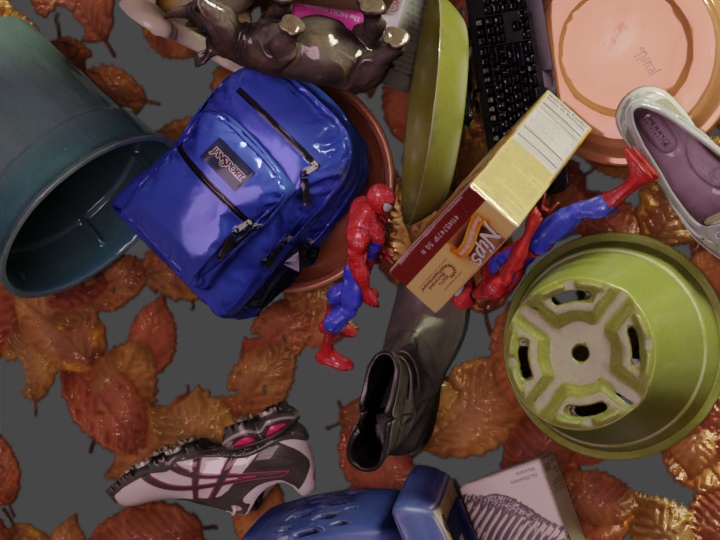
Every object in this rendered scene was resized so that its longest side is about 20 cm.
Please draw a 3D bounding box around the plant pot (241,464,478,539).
[{"bbox_3d":[0.018,0.283,1.640,0.180,0.200,0.200,-22,92,9],"label":"plant pot"}]

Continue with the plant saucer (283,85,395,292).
[{"bbox_3d":[-0.062,-0.080,1.752,0.200,0.037,0.200,0,90,15],"label":"plant saucer"}]

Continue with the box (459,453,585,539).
[{"bbox_3d":[0.160,0.265,1.670,0.082,0.068,0.200,-22,83,14],"label":"box"}]

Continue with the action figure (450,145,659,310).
[{"bbox_3d":[0.154,-0.032,1.602,0.200,0.065,0.052,-41,88,15],"label":"action figure"}]

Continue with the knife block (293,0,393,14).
[{"bbox_3d":[-0.091,-0.256,1.598,0.176,0.064,0.200,-39,90,-10],"label":"knife block"}]

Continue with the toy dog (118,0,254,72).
[{"bbox_3d":[-0.118,-0.298,1.731,0.200,0.139,0.194,-57,33,9],"label":"toy dog"}]

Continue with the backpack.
[{"bbox_3d":[-0.092,-0.073,1.658,0.163,0.168,0.200,45,94,6],"label":"backpack"}]

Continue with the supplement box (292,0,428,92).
[{"bbox_3d":[0.015,-0.268,1.697,0.101,0.103,0.200,18,96,14],"label":"supplement box"}]

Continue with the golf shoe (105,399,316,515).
[{"bbox_3d":[-0.137,0.190,1.754,0.200,0.077,0.088,-20,93,16],"label":"golf shoe"}]

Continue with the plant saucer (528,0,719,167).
[{"bbox_3d":[0.231,-0.190,1.671,0.200,0.032,0.201,0,91,16],"label":"plant saucer"}]

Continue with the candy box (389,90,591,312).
[{"bbox_3d":[0.109,-0.059,1.584,0.055,0.200,0.115,42,126,-2],"label":"candy box"}]

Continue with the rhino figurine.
[{"bbox_3d":[-0.064,-0.191,1.591,0.200,0.087,0.060,8,59,-6],"label":"rhino figurine"}]

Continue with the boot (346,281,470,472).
[{"bbox_3d":[0.042,0.074,1.672,0.068,0.131,0.200,11,93,15],"label":"boot"}]

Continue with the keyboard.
[{"bbox_3d":[0.118,-0.160,1.681,0.104,0.040,0.200,-6,95,36],"label":"keyboard"}]

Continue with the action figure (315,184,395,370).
[{"bbox_3d":[0.000,0.000,1.665,0.052,0.065,0.200,12,136,0],"label":"action figure"}]

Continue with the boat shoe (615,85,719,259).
[{"bbox_3d":[0.291,-0.070,1.622,0.074,0.065,0.202,-39,96,13],"label":"boat shoe"}]

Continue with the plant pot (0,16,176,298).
[{"bbox_3d":[-0.300,-0.113,1.749,0.200,0.200,0.196,-47,71,11],"label":"plant pot"}]

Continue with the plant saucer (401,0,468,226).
[{"bbox_3d":[0.064,-0.135,1.633,0.031,0.200,0.200,6,92,-6],"label":"plant saucer"}]

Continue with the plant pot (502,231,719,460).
[{"bbox_3d":[0.197,0.067,1.598,0.200,0.190,0.200,0,91,16],"label":"plant pot"}]
